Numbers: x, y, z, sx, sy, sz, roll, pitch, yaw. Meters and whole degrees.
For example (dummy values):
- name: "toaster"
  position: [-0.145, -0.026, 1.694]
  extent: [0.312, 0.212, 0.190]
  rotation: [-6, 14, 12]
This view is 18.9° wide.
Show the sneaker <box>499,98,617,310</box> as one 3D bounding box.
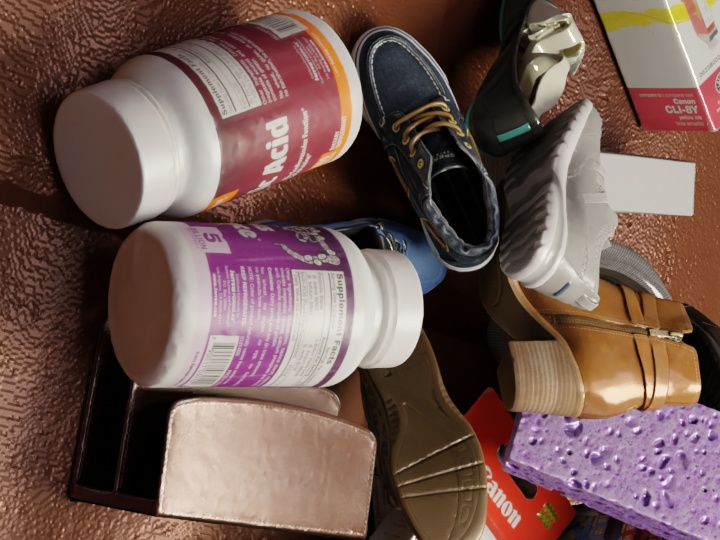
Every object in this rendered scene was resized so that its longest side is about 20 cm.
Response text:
- name: "sneaker"
  position: [0.156, -0.047, 1.634]
  extent: [0.082, 0.075, 0.201]
  rotation: [37, 44, -20]

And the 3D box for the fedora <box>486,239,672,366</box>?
- name: "fedora"
  position: [0.174, 0.063, 1.790]
  extent: [0.199, 0.090, 0.178]
  rotation: [16, 82, -36]

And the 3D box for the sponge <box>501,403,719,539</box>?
- name: "sponge"
  position: [0.215, 0.140, 1.678]
  extent: [0.199, 0.030, 0.112]
  rotation: [23, 61, -4]

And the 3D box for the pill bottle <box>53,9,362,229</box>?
- name: "pill bottle"
  position: [-0.104, -0.103, 1.490]
  extent: [0.200, 0.114, 0.115]
  rotation: [-24, 110, -40]

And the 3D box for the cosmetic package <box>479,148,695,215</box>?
- name: "cosmetic package"
  position: [0.185, -0.075, 1.794]
  extent: [0.199, 0.082, 0.051]
  rotation: [2, 93, -45]

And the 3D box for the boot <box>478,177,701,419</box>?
- name: "boot"
  position: [0.177, 0.020, 1.665]
  extent: [0.154, 0.077, 0.201]
  rotation: [0, 57, -13]

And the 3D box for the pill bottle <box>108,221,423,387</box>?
- name: "pill bottle"
  position: [-0.061, 0.024, 1.472]
  extent: [0.199, 0.112, 0.113]
  rotation: [2, 93, -32]

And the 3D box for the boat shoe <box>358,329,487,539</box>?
- name: "boat shoe"
  position: [0.044, 0.127, 1.626]
  extent: [0.073, 0.063, 0.201]
  rotation: [-9, 63, -13]

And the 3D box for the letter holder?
- name: "letter holder"
  position: [-0.089, 0.108, 1.538]
  extent: [0.199, 0.100, 0.143]
  rotation: [13, 83, -44]

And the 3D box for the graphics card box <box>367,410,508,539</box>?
- name: "graphics card box"
  position: [0.066, 0.223, 1.732]
  extent: [0.125, 0.051, 0.201]
  rotation: [-16, 104, -42]

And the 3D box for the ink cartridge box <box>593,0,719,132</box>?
- name: "ink cartridge box"
  position: [0.279, -0.241, 1.866]
  extent: [0.145, 0.083, 0.201]
  rotation: [-44, 122, -31]

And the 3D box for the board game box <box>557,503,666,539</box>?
- name: "board game box"
  position: [0.202, 0.279, 1.736]
  extent: [0.062, 0.200, 0.200]
  rotation: [40, 55, -27]

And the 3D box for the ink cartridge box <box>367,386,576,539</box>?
- name: "ink cartridge box"
  position: [0.094, 0.219, 1.689]
  extent: [0.200, 0.050, 0.162]
  rotation: [-49, 123, -22]

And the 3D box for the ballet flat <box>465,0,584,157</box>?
- name: "ballet flat"
  position: [0.139, -0.162, 1.705]
  extent: [0.068, 0.068, 0.201]
  rotation: [54, 37, -33]

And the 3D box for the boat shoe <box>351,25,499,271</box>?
- name: "boat shoe"
  position: [0.054, -0.098, 1.613]
  extent: [0.071, 0.091, 0.201]
  rotation: [-24, 85, -6]

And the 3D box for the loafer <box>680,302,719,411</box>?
- name: "loafer"
  position: [0.302, 0.079, 1.842]
  extent: [0.071, 0.200, 0.073]
  rotation: [10, 115, -17]

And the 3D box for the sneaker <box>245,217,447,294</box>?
- name: "sneaker"
  position: [0.000, 0.000, 1.619]
  extent: [0.199, 0.089, 0.079]
  rotation: [-2, 96, -46]
